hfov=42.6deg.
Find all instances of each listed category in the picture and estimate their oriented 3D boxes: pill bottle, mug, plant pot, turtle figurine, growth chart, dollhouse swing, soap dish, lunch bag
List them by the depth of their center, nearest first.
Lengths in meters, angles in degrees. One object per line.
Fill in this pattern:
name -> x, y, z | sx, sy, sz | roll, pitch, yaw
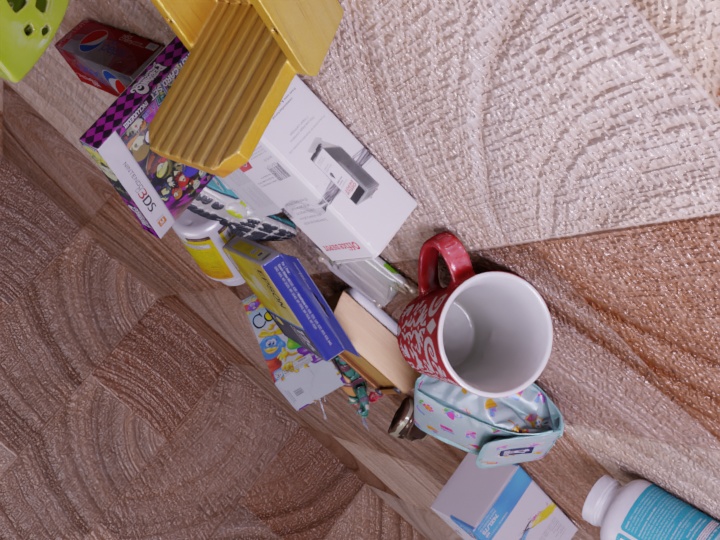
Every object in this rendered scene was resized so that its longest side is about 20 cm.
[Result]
dollhouse swing -> -0.150, -0.216, 0.825 | 0.199, 0.176, 0.182 | 23, 157, 47
plant pot -> -0.436, -0.365, 1.057 | 0.198, 0.182, 0.200 | 27, 159, 36
mug -> 0.123, 0.053, 1.079 | 0.132, 0.179, 0.200 | 5, 175, -13
pill bottle -> 0.394, 0.349, 1.211 | 0.199, 0.111, 0.111 | 29, 160, 35
lunch bag -> 0.178, 0.195, 1.275 | 0.199, 0.122, 0.171 | 27, 159, 14
growth chart -> 0.000, 0.000, 1.335 | 0.145, 0.018, 0.200 | 42, 164, -3
soap dish -> 0.015, 0.121, 1.504 | 0.200, 0.081, 0.157 | 42, 163, -7
pill bottle -> -0.240, -0.055, 1.556 | 0.109, 0.109, 0.200 | 31, 161, 27
turtle figurine -> -0.034, 0.224, 1.852 | 0.149, 0.101, 0.201 | 6, 130, 37

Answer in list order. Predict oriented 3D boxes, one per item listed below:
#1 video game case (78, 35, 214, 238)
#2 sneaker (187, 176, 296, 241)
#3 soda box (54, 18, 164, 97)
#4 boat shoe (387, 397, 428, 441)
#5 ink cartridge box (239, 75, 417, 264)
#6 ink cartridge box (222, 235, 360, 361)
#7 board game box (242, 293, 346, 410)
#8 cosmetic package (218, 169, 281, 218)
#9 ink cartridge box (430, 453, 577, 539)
video game case -> -0.206, -0.161, 1.049 | 0.036, 0.200, 0.182 | 30, 161, 24
sneaker -> -0.169, -0.101, 1.352 | 0.077, 0.080, 0.199 | -14, 146, 44
soda box -> -0.325, -0.278, 1.245 | 0.199, 0.063, 0.070 | 27, 159, 39
boat shoe -> 0.104, 0.299, 1.813 | 0.074, 0.075, 0.202 | 24, 168, 3
ink cartridge box -> -0.050, -0.108, 1.047 | 0.200, 0.083, 0.147 | 45, 163, -15
ink cartridge box -> -0.107, 0.047, 1.403 | 0.200, 0.047, 0.198 | 25, 150, 58
board game box -> -0.118, 0.125, 1.631 | 0.201, 0.103, 0.105 | 62, -179, 39
cosmetic package -> -0.169, -0.160, 1.231 | 0.200, 0.052, 0.151 | 45, 161, -15
ink cartridge box -> 0.266, 0.458, 1.709 | 0.200, 0.146, 0.146 | 46, 163, -23
